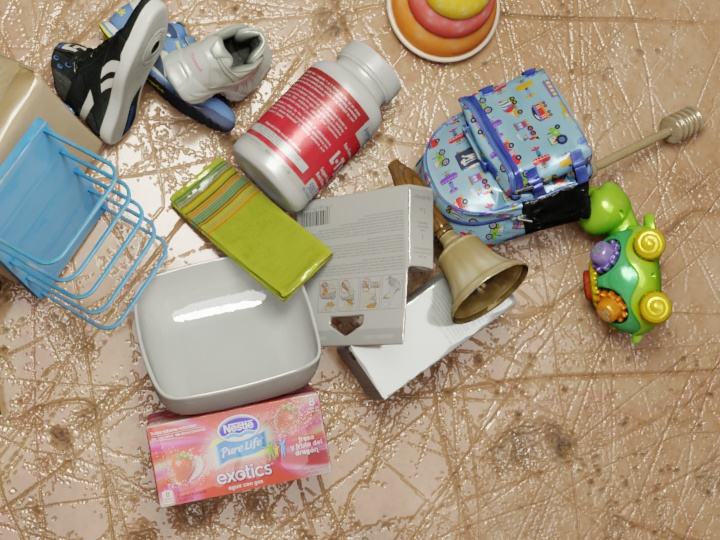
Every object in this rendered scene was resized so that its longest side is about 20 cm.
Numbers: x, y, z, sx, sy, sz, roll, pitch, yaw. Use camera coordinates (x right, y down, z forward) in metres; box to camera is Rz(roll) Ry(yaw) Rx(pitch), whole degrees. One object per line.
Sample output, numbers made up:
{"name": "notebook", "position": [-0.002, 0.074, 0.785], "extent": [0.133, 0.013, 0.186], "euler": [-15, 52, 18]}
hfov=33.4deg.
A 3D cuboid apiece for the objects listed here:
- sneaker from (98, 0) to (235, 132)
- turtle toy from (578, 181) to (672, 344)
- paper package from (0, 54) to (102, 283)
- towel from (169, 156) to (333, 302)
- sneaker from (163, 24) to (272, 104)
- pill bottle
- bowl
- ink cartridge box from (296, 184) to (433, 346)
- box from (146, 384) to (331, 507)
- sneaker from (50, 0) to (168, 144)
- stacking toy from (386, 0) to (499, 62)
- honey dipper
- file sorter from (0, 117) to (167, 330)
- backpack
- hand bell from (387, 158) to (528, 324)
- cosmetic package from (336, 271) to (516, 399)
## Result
{"name": "sneaker", "position": [-0.217, -0.248, 1.432], "extent": [0.200, 0.074, 0.082], "euler": [43, 79, -4]}
{"name": "turtle toy", "position": [0.322, -0.010, 1.470], "extent": [0.100, 0.146, 0.201], "euler": [-6, 85, 12]}
{"name": "paper package", "position": [-0.403, -0.113, 1.329], "extent": [0.103, 0.191, 0.201], "euler": [26, 79, 17]}
{"name": "towel", "position": [-0.131, -0.052, 1.411], "extent": [0.200, 0.018, 0.086], "euler": [39, 75, 22]}
{"name": "sneaker", "position": [-0.138, -0.245, 1.385], "extent": [0.099, 0.200, 0.078], "euler": [-25, 97, 26]}
{"name": "pill bottle", "position": [-0.048, -0.175, 1.430], "extent": [0.112, 0.112, 0.200], "euler": [44, 81, -3]}
{"name": "bowl", "position": [-0.153, 0.079, 1.381], "extent": [0.198, 0.075, 0.201], "euler": [-12, 48, -11]}
{"name": "ink cartridge box", "position": [0.000, 0.000, 1.384], "extent": [0.045, 0.199, 0.177], "euler": [6, 82, -41]}
{"name": "box", "position": [-0.142, 0.199, 1.387], "extent": [0.199, 0.103, 0.095], "euler": [-10, 93, -8]}
{"name": "sneaker", "position": [-0.297, -0.246, 1.367], "extent": [0.112, 0.200, 0.073], "euler": [35, 39, 6]}
{"name": "stacking toy", "position": [0.117, -0.340, 1.424], "extent": [0.145, 0.200, 0.147], "euler": [1, 85, -9]}
{"name": "honey dipper", "position": [0.350, -0.155, 1.497], "extent": [0.199, 0.038, 0.038], "euler": [-27, 90, -27]}
{"name": "file sorter", "position": [-0.311, -0.041, 1.312], "extent": [0.122, 0.200, 0.139], "euler": [26, 73, 18]}
{"name": "backpack", "position": [0.159, -0.125, 1.434], "extent": [0.199, 0.135, 0.183], "euler": [-19, 62, -1]}
{"name": "hand bell", "position": [0.091, -0.048, 1.367], "extent": [0.104, 0.104, 0.200], "euler": [-32, 68, -10]}
{"name": "cosmetic package", "position": [0.076, 0.066, 1.430], "extent": [0.200, 0.113, 0.081], "euler": [-37, 91, -8]}
